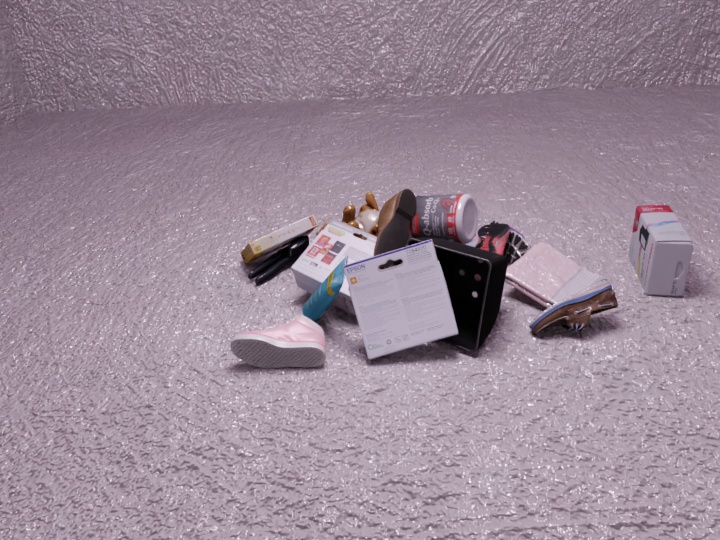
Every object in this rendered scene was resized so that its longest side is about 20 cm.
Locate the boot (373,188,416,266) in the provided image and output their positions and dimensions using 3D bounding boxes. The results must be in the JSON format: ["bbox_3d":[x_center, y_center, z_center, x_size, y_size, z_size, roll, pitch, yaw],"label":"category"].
[{"bbox_3d":[0.068,-0.093,1.379,0.075,0.073,0.202,-11,50,51],"label":"boot"}]

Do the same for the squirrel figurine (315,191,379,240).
[{"bbox_3d":[-0.022,-0.083,1.566,0.184,0.201,0.143,-23,65,-4],"label":"squirrel figurine"}]

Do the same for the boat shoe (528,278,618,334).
[{"bbox_3d":[0.460,0.093,1.267,0.198,0.072,0.073,-28,72,1],"label":"boat shoe"}]

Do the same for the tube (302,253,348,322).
[{"bbox_3d":[-0.071,0.047,1.300,0.050,0.200,0.078,17,52,-19],"label":"tube"}]

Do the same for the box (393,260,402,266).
[{"bbox_3d":[0.153,-0.021,1.485,0.074,0.102,0.200,13,33,27],"label":"box"}]

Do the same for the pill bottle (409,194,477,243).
[{"bbox_3d":[0.174,-0.125,1.436,0.197,0.117,0.116,3,28,32],"label":"pill bottle"}]

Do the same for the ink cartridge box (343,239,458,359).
[{"bbox_3d":[0.082,0.059,1.219,0.197,0.203,0.041,-15,3,5],"label":"ink cartridge box"}]

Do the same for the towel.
[{"bbox_3d":[0.461,0.017,1.412,0.190,0.033,0.199,35,44,27],"label":"towel"}]

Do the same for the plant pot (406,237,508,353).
[{"bbox_3d":[0.222,0.033,1.304,0.198,0.203,0.176,19,23,35],"label":"plant pot"}]

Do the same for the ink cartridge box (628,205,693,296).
[{"bbox_3d":[0.721,-0.052,1.433,0.081,0.148,0.201,2,29,11],"label":"ink cartridge box"}]

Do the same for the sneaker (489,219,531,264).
[{"bbox_3d":[0.418,-0.077,1.588,0.082,0.082,0.201,5,31,-22],"label":"sneaker"}]

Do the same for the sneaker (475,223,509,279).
[{"bbox_3d":[0.329,-0.046,1.505,0.073,0.088,0.201,5,38,29],"label":"sneaker"}]

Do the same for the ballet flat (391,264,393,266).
[{"bbox_3d":[0.000,0.000,1.499,0.198,0.070,0.069,-21,34,-28],"label":"ballet flat"}]

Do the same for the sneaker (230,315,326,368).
[{"bbox_3d":[-0.168,0.145,1.247,0.197,0.076,0.105,5,34,-2],"label":"sneaker"}]

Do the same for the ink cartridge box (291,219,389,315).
[{"bbox_3d":[-0.032,-0.008,1.412,0.198,0.084,0.176,24,61,25],"label":"ink cartridge box"}]

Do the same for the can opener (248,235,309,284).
[{"bbox_3d":[-0.218,-0.028,1.577,0.063,0.079,0.199,31,53,34],"label":"can opener"}]

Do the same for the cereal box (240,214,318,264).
[{"bbox_3d":[-0.220,-0.083,1.600,0.198,0.040,0.144,-26,0,-22],"label":"cereal box"}]

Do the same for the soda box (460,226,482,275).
[{"bbox_3d":[0.278,-0.050,1.560,0.067,0.064,0.200,11,32,26],"label":"soda box"}]
